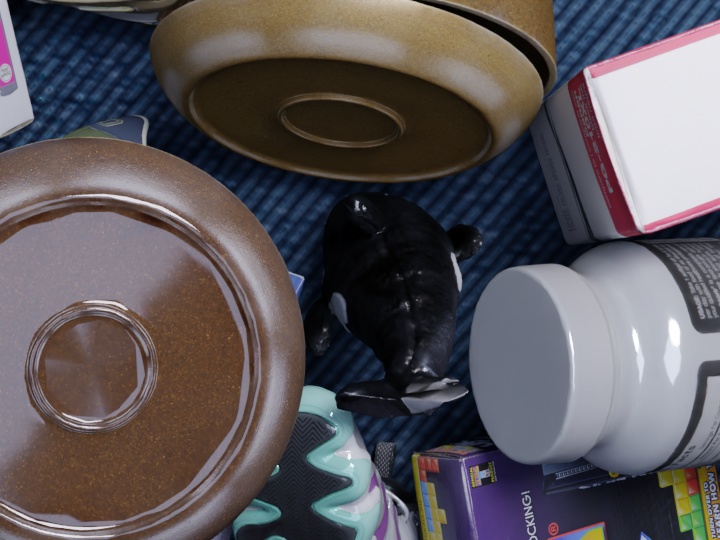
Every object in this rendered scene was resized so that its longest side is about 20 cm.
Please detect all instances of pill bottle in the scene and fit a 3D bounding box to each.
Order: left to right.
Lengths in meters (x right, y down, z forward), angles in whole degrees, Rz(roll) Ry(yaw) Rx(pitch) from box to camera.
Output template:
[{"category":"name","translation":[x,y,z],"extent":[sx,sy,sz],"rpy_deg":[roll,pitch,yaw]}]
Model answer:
[{"category":"pill bottle","translation":[0.162,0.041,0.800],"extent":[0.199,0.116,0.117],"rpy_deg":[-2,92,-26]}]

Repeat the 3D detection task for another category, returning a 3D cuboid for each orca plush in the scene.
[{"category":"orca plush","translation":[0.000,0.000,0.799],"extent":[0.105,0.200,0.071],"rpy_deg":[-24,116,21]}]

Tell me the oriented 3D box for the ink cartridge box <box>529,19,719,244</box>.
[{"category":"ink cartridge box","translation":[0.174,-0.076,0.811],"extent":[0.144,0.200,0.085],"rpy_deg":[-19,90,-2]}]

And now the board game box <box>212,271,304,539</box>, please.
[{"category":"board game box","translation":[-0.148,0.060,0.819],"extent":[0.199,0.043,0.200],"rpy_deg":[19,123,4]}]

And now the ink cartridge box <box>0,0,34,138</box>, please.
[{"category":"ink cartridge box","translation":[-0.234,-0.166,0.819],"extent":[0.094,0.037,0.201],"rpy_deg":[2,115,29]}]

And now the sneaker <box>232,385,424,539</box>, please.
[{"category":"sneaker","translation":[-0.006,0.121,0.843],"extent":[0.077,0.140,0.201],"rpy_deg":[11,122,18]}]

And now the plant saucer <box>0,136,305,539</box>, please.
[{"category":"plant saucer","translation":[-0.119,0.042,0.703],"extent":[0.199,0.032,0.201],"rpy_deg":[-1,94,-15]}]

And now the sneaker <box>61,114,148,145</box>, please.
[{"category":"sneaker","translation":[-0.102,0.006,0.863],"extent":[0.090,0.067,0.201],"rpy_deg":[-46,117,-35]}]

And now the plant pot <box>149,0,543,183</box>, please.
[{"category":"plant pot","translation":[-0.009,-0.084,0.801],"extent":[0.199,0.200,0.028],"rpy_deg":[9,74,-3]}]

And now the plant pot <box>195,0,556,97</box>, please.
[{"category":"plant pot","translation":[0.017,-0.199,0.824],"extent":[0.185,0.186,0.201],"rpy_deg":[8,76,-3]}]

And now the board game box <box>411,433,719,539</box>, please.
[{"category":"board game box","translation":[0.123,0.178,0.857],"extent":[0.165,0.057,0.201],"rpy_deg":[-11,93,-31]}]

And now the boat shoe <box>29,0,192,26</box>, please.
[{"category":"boat shoe","translation":[-0.182,-0.184,0.852],"extent":[0.199,0.068,0.075],"rpy_deg":[14,94,-2]}]
